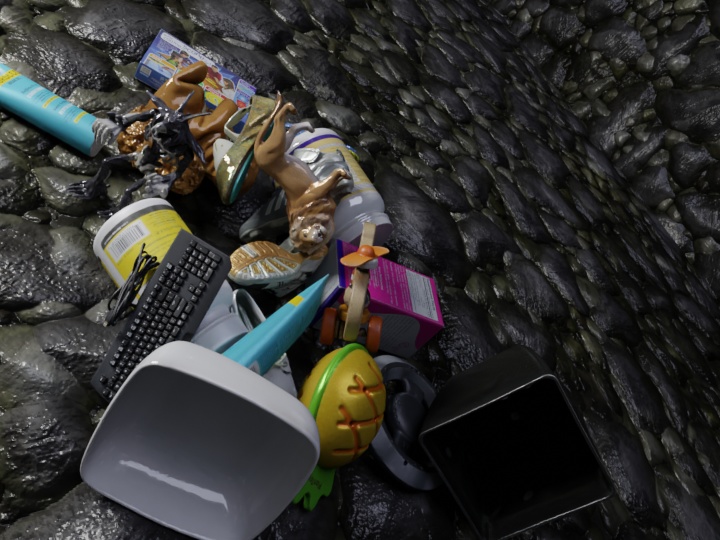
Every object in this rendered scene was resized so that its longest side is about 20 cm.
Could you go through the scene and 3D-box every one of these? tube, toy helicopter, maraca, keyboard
[{"bbox_3d":[-0.447,-0.229,0.830,0.197,0.051,0.078,30,31,-11],"label":"tube"},{"bbox_3d":[0.000,0.000,0.807,0.077,0.134,0.202,9,44,1],"label":"toy helicopter"},{"bbox_3d":[-0.032,0.186,0.733,0.138,0.105,0.203,53,54,-51],"label":"maraca"},{"bbox_3d":[-0.231,0.050,0.656,0.103,0.203,0.040,28,-7,6],"label":"keyboard"},{"bbox_3d":[-0.104,0.082,0.712,0.050,0.078,0.200,40,48,9],"label":"tube"}]

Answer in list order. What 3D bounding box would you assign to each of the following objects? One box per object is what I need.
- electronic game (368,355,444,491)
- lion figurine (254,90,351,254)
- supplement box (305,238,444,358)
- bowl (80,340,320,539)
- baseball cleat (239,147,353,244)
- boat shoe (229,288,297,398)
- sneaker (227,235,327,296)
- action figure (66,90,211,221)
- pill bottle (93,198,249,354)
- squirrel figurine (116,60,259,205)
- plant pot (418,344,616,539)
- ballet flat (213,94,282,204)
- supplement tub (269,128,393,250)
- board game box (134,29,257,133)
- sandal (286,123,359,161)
[{"bbox_3d":[0.067,0.218,0.881,0.198,0.041,0.203,32,39,-29],"label":"electronic game"},{"bbox_3d":[-0.092,-0.132,0.841,0.201,0.122,0.073,52,8,-7],"label":"lion figurine"},{"bbox_3d":[0.021,0.049,0.953,0.197,0.101,0.105,23,40,-27],"label":"supplement box"},{"bbox_3d":[-0.151,0.167,0.602,0.198,0.201,0.075,31,27,-14],"label":"bowl"},{"bbox_3d":[-0.106,-0.118,0.926,0.108,0.197,0.070,67,7,15],"label":"baseball cleat"},{"bbox_3d":[-0.128,0.117,0.773,0.073,0.067,0.201,-21,70,-51],"label":"boat shoe"},{"bbox_3d":[-0.121,0.007,0.865,0.075,0.088,0.199,42,28,18],"label":"sneaker"},{"bbox_3d":[-0.276,-0.141,0.766,0.119,0.199,0.102,47,20,-8],"label":"action figure"},{"bbox_3d":[-0.225,0.022,0.737,0.201,0.111,0.111,52,37,10],"label":"pill bottle"},{"bbox_3d":[-0.253,-0.178,0.915,0.188,0.141,0.200,50,50,-8],"label":"squirrel figurine"},{"bbox_3d":[0.214,0.227,0.872,0.202,0.198,0.178,58,15,-13],"label":"plant pot"},{"bbox_3d":[-0.172,-0.178,0.862,0.070,0.071,0.202,32,55,-15],"label":"ballet flat"},{"bbox_3d":[-0.048,-0.118,1.013,0.144,0.146,0.202,-14,64,-49],"label":"supplement tub"},{"bbox_3d":[-0.289,-0.339,1.089,0.198,0.034,0.137,28,39,-21],"label":"board game box"},{"bbox_3d":[-0.087,-0.230,1.147,0.197,0.080,0.088,7,45,-41],"label":"sandal"}]
